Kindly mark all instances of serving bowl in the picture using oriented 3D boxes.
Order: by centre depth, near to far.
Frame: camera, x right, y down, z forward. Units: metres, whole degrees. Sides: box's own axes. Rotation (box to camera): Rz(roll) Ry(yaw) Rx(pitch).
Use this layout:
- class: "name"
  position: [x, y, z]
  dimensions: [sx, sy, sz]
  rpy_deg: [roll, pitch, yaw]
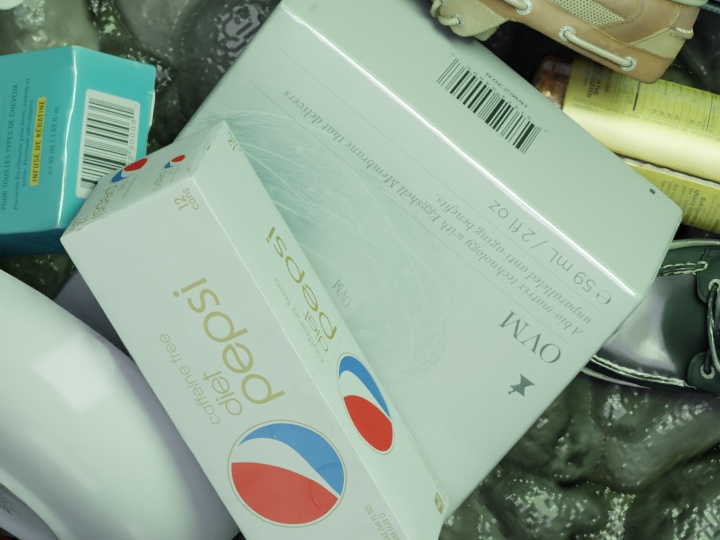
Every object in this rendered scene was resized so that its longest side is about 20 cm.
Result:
- class: "serving bowl"
  position: [-0.147, 0.076, 1.221]
  dimensions: [0.200, 0.200, 0.066]
  rpy_deg: [37, 71, -1]

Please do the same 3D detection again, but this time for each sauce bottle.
- class: "sauce bottle"
  position: [0.171, -0.047, 1.277]
  dimensions: [0.200, 0.066, 0.066]
  rpy_deg: [17, 93, -1]

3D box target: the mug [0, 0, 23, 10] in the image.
- class: "mug"
  position: [-0.223, -0.195, 1.252]
  dimensions: [0.175, 0.148, 0.200]
  rpy_deg: [21, 124, 8]

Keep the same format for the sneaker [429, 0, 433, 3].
- class: "sneaker"
  position: [0.028, -0.200, 1.279]
  dimensions: [0.106, 0.075, 0.200]
  rpy_deg: [38, 101, 18]

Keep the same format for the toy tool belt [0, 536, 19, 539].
- class: "toy tool belt"
  position: [-0.100, 0.217, 1.271]
  dimensions: [0.200, 0.125, 0.123]
  rpy_deg: [22, 85, 1]

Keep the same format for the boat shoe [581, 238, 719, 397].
- class: "boat shoe"
  position: [0.189, 0.026, 1.279]
  dimensions: [0.199, 0.066, 0.075]
  rpy_deg: [5, 94, 2]

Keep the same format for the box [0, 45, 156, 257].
- class: "box"
  position: [-0.178, -0.049, 1.228]
  dimensions: [0.200, 0.049, 0.082]
  rpy_deg: [-4, 78, 44]

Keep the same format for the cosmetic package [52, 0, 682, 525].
- class: "cosmetic package"
  position: [0.000, 0.000, 1.227]
  dimensions: [0.199, 0.123, 0.200]
  rpy_deg: [39, 116, -1]

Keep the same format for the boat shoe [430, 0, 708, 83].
- class: "boat shoe"
  position: [0.054, -0.136, 1.200]
  dimensions: [0.200, 0.076, 0.072]
  rpy_deg: [21, 109, 5]

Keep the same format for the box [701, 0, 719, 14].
- class: "box"
  position: [0.200, -0.207, 1.212]
  dimensions: [0.157, 0.051, 0.200]
  rpy_deg: [21, 104, 19]

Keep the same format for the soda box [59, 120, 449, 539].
- class: "soda box"
  position: [-0.041, 0.044, 1.142]
  dimensions: [0.068, 0.064, 0.200]
  rpy_deg: [-24, 109, 20]
